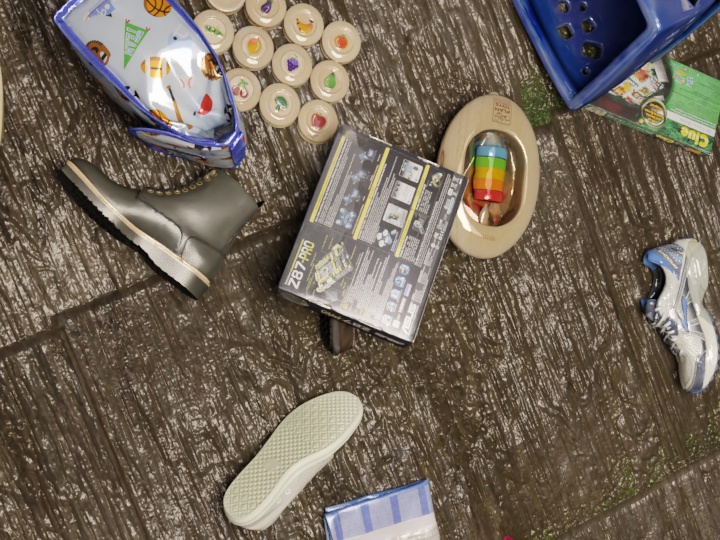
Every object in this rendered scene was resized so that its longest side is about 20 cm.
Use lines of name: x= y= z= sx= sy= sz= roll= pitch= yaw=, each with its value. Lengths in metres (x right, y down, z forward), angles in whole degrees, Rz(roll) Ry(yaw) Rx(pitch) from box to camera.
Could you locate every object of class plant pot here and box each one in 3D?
plant pot: x=0.319 y=-0.345 z=0.979 sx=0.178 sy=0.200 sz=0.203 roll=-24 pitch=83 yaw=-21

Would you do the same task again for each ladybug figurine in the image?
ladybug figurine: x=0.149 y=-0.115 z=0.998 sx=0.133 sy=0.072 sz=0.204 roll=11 pitch=87 yaw=-15

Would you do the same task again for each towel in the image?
towel: x=0.037 y=0.368 z=0.982 sx=0.144 sy=0.024 sz=0.204 roll=-11 pitch=92 yaw=-17

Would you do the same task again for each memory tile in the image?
memory tile: x=-0.103 y=-0.250 z=0.955 sx=0.197 sy=0.017 sz=0.156 roll=19 pitch=84 yaw=-15

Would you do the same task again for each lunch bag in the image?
lunch bag: x=-0.196 y=-0.190 z=0.836 sx=0.124 sy=0.170 sz=0.200 roll=-45 pitch=95 yaw=-4

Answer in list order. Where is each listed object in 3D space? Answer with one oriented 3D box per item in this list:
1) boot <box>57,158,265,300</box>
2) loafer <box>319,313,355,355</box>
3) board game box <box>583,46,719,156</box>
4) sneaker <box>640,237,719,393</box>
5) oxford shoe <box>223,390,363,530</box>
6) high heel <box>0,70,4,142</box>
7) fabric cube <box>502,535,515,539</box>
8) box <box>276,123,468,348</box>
boot: x=-0.215 y=-0.084 z=0.898 sx=0.200 sy=0.077 sz=0.139 roll=44 pitch=73 yaw=-23
loafer: x=0.000 y=0.000 z=0.951 sx=0.070 sy=0.073 sz=0.204 roll=10 pitch=86 yaw=-14
board game box: x=0.397 y=-0.236 z=1.098 sx=0.197 sy=0.023 sz=0.107 roll=18 pitch=82 yaw=-15
sneaker: x=0.412 y=0.062 z=1.080 sx=0.083 sy=0.077 sz=0.204 roll=-5 pitch=83 yaw=-6
oxford shoe: x=-0.074 y=0.218 z=0.939 sx=0.200 sy=0.075 sz=0.058 roll=-44 pitch=142 yaw=-20
high heel: x=-0.439 y=-0.135 z=0.824 sx=0.140 sy=0.071 sz=0.204 roll=6 pitch=96 yaw=-22
fabric cube: x=0.243 y=0.467 z=0.951 sx=0.198 sy=0.199 sz=0.199 roll=31 pitch=80 yaw=-13
box: x=0.014 y=-0.038 z=0.900 sx=0.159 sy=0.049 sz=0.203 roll=21 pitch=76 yaw=-6
